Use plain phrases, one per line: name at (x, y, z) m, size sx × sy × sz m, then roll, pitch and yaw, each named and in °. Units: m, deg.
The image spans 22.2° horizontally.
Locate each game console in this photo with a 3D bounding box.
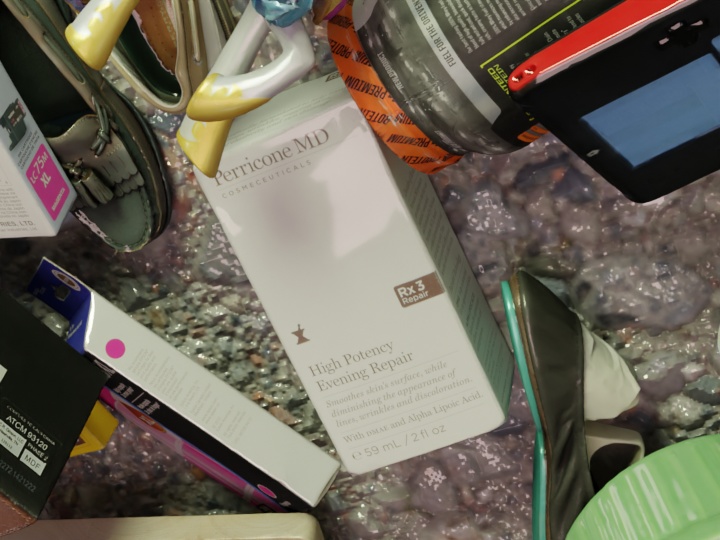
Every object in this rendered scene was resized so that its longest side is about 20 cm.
game console at (0.177, -0.096, 0.862) m, size 0.176 × 0.200 × 0.031 m, roll -31°, pitch 66°, yaw 16°

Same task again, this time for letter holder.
letter holder at (-0.263, 0.053, 0.969) m, size 0.142 × 0.101 × 0.200 m, roll -25°, pitch 121°, yaw 41°

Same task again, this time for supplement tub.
supplement tub at (0.090, -0.138, 0.886) m, size 0.199 × 0.123 × 0.123 m, roll -32°, pitch 106°, yaw 21°

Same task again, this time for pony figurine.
pony figurine at (-0.054, -0.171, 0.845) m, size 0.200 × 0.167 × 0.193 m, roll -40°, pitch 86°, yaw 13°

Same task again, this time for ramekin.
ramekin at (0.202, 0.185, 1.002) m, size 0.199 × 0.098 × 0.201 m, roll -5°, pitch 121°, yaw -8°

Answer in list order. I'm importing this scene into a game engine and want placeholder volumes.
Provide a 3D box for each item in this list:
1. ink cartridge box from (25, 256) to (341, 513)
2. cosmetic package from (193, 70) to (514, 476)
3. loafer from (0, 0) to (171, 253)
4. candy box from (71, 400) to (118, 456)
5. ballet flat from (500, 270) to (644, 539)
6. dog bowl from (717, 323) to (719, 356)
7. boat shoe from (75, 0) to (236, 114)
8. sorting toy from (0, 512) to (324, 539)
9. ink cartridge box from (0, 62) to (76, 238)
ink cartridge box at (-0.109, 0.069, 1.035) m, size 0.200 × 0.095 × 0.037 m, roll 38°, pitch 71°, yaw -6°
cosmetic package at (0.000, 0.000, 0.993) m, size 0.101 × 0.074 × 0.201 m, roll -21°, pitch 110°, yaw 18°
loafer at (-0.169, -0.090, 0.985) m, size 0.072 × 0.063 × 0.201 m, roll -21°, pitch 109°, yaw 18°
candy box at (-0.236, 0.038, 1.038) m, size 0.102 × 0.026 × 0.200 m, roll -15°, pitch 126°, yaw 40°
ballet flat at (0.121, 0.082, 1.018) m, size 0.068 × 0.068 × 0.201 m, roll -8°, pitch 123°, yaw 3°
dog bowl at (0.268, 0.002, 0.875) m, size 0.079 × 0.200 × 0.200 m, roll 44°, pitch 114°, yaw -8°
boat shoe at (-0.125, -0.174, 0.936) m, size 0.074 × 0.068 × 0.201 m, roll -25°, pitch 108°, yaw 20°
sorting toy at (-0.106, 0.236, 1.085) m, size 0.198 × 0.070 × 0.201 m, roll -3°, pitch 132°, yaw 13°
ink cartridge box at (-0.240, -0.096, 0.942) m, size 0.119 × 0.042 × 0.200 m, roll -2°, pitch 137°, yaw 25°
